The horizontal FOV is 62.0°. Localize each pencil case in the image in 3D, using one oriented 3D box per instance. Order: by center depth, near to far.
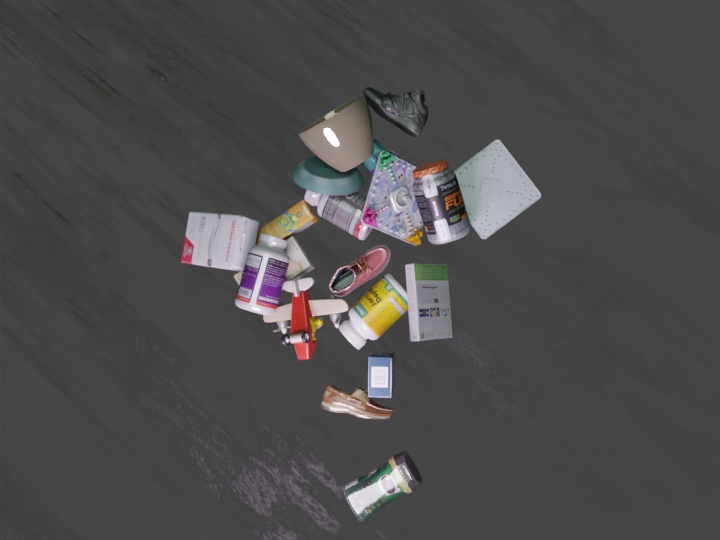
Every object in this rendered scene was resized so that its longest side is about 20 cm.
[{"bbox_3d":[0.021,-0.344,1.669,0.092,0.085,0.200,-44,82,1],"label":"pencil case"}]

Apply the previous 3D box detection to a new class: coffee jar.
[{"bbox_3d":[0.062,0.568,1.587,0.199,0.085,0.105,-32,80,3],"label":"coffee jar"}]

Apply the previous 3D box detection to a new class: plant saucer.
[{"bbox_3d":[-0.086,-0.267,1.625,0.198,0.201,0.036,14,125,6],"label":"plant saucer"}]

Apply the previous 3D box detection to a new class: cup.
[{"bbox_3d":[-0.042,-0.345,1.560,0.199,0.200,0.144,-31,107,2],"label":"cup"}]

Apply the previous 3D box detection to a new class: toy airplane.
[{"bbox_3d":[-0.148,0.115,1.620,0.200,0.141,0.200,39,94,29],"label":"toy airplane"}]

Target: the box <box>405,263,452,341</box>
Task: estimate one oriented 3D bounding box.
[{"bbox_3d":[0.183,0.083,1.596,0.036,0.143,0.203,-7,84,46],"label":"box"}]

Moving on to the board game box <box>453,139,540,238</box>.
[{"bbox_3d":[0.358,-0.222,1.649,0.199,0.026,0.201,-36,83,1],"label":"board game box"}]

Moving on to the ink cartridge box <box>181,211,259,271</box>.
[{"bbox_3d":[-0.386,-0.079,1.648,0.198,0.083,0.147,7,85,31],"label":"ink cartridge box"}]

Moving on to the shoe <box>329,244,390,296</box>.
[{"bbox_3d":[0.000,0.000,1.638,0.199,0.091,0.072,-37,83,1],"label":"shoe"}]

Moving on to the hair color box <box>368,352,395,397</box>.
[{"bbox_3d":[0.058,0.268,1.554,0.060,0.200,0.101,1,85,6],"label":"hair color box"}]

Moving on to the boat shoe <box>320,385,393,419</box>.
[{"bbox_3d":[-0.008,0.355,1.618,0.198,0.076,0.075,10,83,5],"label":"boat shoe"}]

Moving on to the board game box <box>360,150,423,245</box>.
[{"bbox_3d":[0.112,-0.193,1.615,0.199,0.026,0.202,20,84,-31],"label":"board game box"}]

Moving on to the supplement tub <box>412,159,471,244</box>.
[{"bbox_3d":[0.211,-0.183,1.590,0.121,0.123,0.202,-20,106,3],"label":"supplement tub"}]

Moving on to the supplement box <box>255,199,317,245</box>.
[{"bbox_3d":[-0.220,-0.116,1.681,0.199,0.069,0.067,-35,84,0],"label":"supplement box"}]

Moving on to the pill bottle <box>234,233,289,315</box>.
[{"bbox_3d":[-0.253,0.011,1.578,0.111,0.112,0.202,16,87,6],"label":"pill bottle"}]

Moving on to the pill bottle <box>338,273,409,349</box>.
[{"bbox_3d":[0.040,0.114,1.614,0.200,0.113,0.113,-43,83,1],"label":"pill bottle"}]

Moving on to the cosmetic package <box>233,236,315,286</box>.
[{"bbox_3d":[-0.239,0.004,1.670,0.199,0.073,0.104,-35,83,3],"label":"cosmetic package"}]

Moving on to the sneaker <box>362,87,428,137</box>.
[{"bbox_3d":[0.106,-0.473,1.678,0.198,0.076,0.115,32,87,4],"label":"sneaker"}]

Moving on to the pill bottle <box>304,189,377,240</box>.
[{"bbox_3d":[-0.050,-0.178,1.648,0.199,0.111,0.111,30,88,7],"label":"pill bottle"}]
